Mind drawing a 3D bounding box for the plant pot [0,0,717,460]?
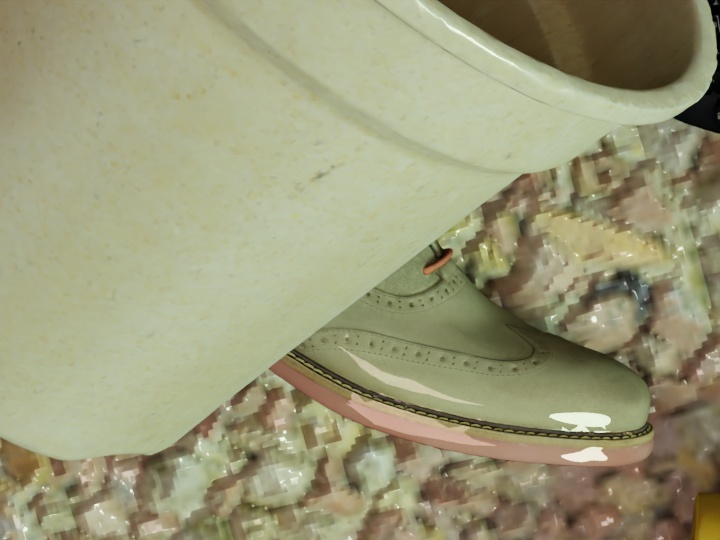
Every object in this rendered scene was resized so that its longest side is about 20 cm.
[{"bbox_3d":[-0.044,-0.056,0.694,0.200,0.201,0.183,44,116,-2],"label":"plant pot"}]

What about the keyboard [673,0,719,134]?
[{"bbox_3d":[0.087,-0.133,0.757,0.104,0.040,0.201,0,103,47],"label":"keyboard"}]

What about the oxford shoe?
[{"bbox_3d":[0.000,0.000,0.804,0.199,0.070,0.075,21,100,3],"label":"oxford shoe"}]

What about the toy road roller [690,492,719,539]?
[{"bbox_3d":[0.149,0.165,0.776,0.122,0.146,0.201,6,101,6],"label":"toy road roller"}]
